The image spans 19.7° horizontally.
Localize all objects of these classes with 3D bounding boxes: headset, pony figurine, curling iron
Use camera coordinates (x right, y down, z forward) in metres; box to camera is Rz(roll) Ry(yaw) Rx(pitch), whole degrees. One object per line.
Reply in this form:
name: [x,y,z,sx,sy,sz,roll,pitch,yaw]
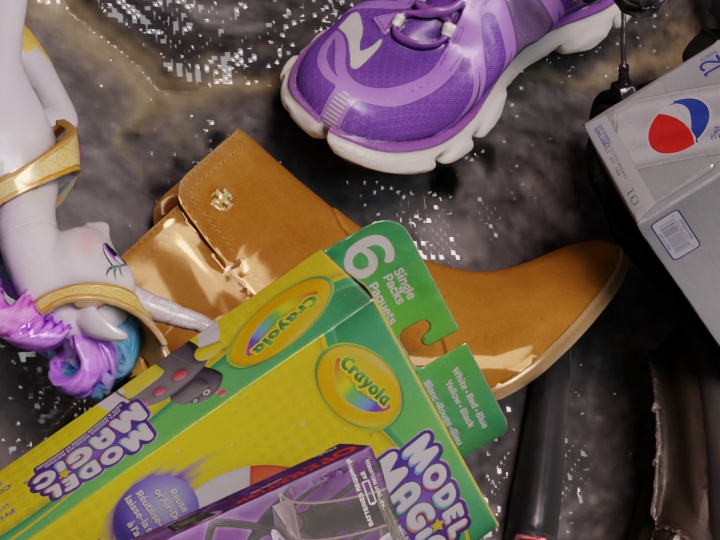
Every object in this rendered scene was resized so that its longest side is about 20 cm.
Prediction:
headset: [0.147,-0.061,0.847,0.123,0.094,0.200,-39,119,2]
pony figurine: [-0.158,-0.041,0.707,0.193,0.167,0.200,-5,62,-34]
curling iron: [0.059,0.114,0.823,0.049,0.026,0.200,27,65,-20]

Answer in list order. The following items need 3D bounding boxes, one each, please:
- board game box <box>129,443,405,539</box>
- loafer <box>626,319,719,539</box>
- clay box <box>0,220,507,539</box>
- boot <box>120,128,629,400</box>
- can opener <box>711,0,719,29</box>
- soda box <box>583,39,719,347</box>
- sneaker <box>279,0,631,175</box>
board game box: [-0.017,0.167,0.625,0.120,0.032,0.200,-22,97,-21]
loafer: [0.129,0.108,0.825,0.073,0.071,0.200,48,31,-44]
clay box: [-0.040,0.082,0.710,0.200,0.048,0.115,-35,124,-7]
boot: [-0.001,0.000,0.802,0.201,0.071,0.144,-38,94,-25]
can opener: [0.171,-0.132,0.940,0.053,0.067,0.201,-13,95,-28]
soda box: [0.165,0.007,0.823,0.200,0.063,0.068,50,13,-39]
sneaker: [0.045,-0.114,0.840,0.081,0.084,0.200,38,55,18]
